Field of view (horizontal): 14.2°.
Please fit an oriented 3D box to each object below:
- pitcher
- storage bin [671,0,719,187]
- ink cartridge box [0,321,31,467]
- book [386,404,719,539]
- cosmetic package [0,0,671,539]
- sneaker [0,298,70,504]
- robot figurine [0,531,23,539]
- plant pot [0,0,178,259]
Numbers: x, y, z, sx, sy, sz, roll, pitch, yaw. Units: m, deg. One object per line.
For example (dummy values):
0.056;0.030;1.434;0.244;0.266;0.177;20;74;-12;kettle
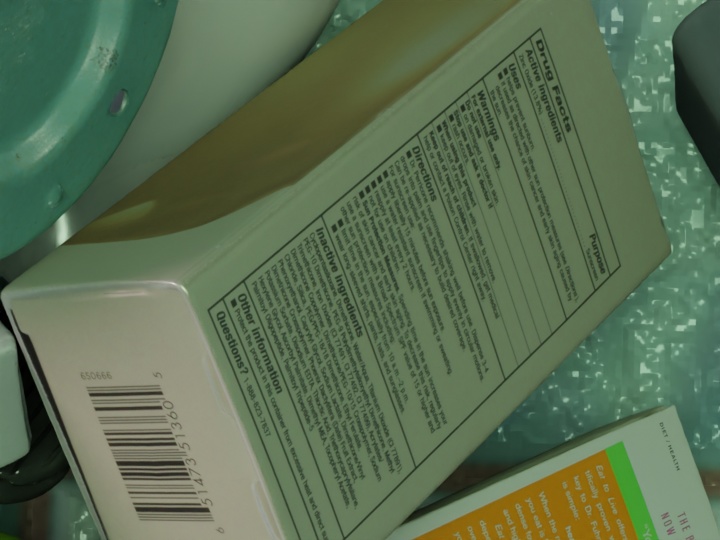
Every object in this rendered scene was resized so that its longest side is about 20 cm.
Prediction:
-0.091;-0.091;0.893;0.171;0.121;0.201;21;96;17;pitcher
0.192;-0.054;0.869;0.200;0.146;0.135;-34;74;-2;storage bin
-0.214;0.018;0.815;0.173;0.044;0.200;-24;42;-23;ink cartridge box
0.033;0.135;0.838;0.200;0.048;0.134;-20;87;-38;book
0.000;0.000;0.825;0.071;0.200;0.105;-2;116;40;cosmetic package
-0.164;0.043;0.878;0.199;0.089;0.074;16;42;27;sneaker
-0.119;0.160;0.839;0.175;0.116;0.200;-36;50;23;robot figurine
-0.145;-0.087;0.757;0.161;0.201;0.201;27;85;24;plant pot
